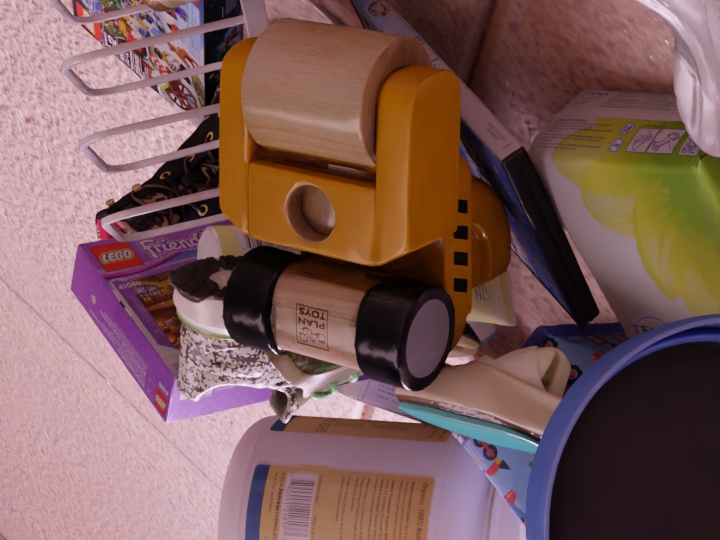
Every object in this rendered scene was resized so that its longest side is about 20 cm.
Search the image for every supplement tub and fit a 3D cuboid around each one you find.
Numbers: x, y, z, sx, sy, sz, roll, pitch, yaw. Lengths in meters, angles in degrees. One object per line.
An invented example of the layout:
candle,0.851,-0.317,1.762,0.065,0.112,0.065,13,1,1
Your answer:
supplement tub,0.021,0.170,1.511,0.199,0.145,0.145,3,141,19

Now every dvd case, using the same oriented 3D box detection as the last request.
dvd case,0.064,-0.069,1.347,0.200,0.017,0.143,52,174,46

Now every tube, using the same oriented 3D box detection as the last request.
tube,0.000,0.000,1.432,0.052,0.199,0.058,-137,49,-62

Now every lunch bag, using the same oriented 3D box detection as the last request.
lunch bag,0.169,0.104,1.365,0.094,0.200,0.151,-47,71,29

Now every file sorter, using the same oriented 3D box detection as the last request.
file sorter,-0.110,-0.125,1.373,0.139,0.124,0.201,80,176,-85

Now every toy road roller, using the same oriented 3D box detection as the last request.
toy road roller,0.011,-0.041,1.261,0.122,0.146,0.201,13,114,32

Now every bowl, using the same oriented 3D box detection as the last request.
bowl,0.173,0.121,1.161,0.201,0.200,0.039,53,166,-16

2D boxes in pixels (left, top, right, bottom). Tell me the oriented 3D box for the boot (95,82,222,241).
boot,-0.104,-0.069,1.578,0.073,0.151,0.200,45,159,4

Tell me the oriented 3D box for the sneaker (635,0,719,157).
sneaker,0.179,-0.130,1.061,0.099,0.078,0.200,13,149,43

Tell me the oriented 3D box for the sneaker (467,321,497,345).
sneaker,0.019,-0.008,1.579,0.200,0.076,0.081,21,128,51

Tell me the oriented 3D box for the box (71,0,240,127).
box,-0.141,-0.194,1.585,0.136,0.038,0.200,41,158,16

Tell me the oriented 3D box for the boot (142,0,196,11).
boot,-0.052,-0.247,1.254,0.154,0.201,0.072,-8,166,23

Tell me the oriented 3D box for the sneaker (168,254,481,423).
sneaker,-0.026,0.045,1.372,0.077,0.199,0.089,-126,47,-57

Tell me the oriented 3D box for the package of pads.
package of pads,0.190,-0.005,1.249,0.154,0.068,0.201,9,137,56

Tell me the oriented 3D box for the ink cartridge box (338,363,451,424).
ink cartridge box,0.016,0.070,1.611,0.199,0.045,0.176,23,179,-44

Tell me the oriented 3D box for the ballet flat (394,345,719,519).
ballet flat,0.114,0.077,1.247,0.199,0.070,0.070,20,149,25

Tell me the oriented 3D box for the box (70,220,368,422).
box,-0.062,0.022,1.455,0.137,0.199,0.039,50,138,40
